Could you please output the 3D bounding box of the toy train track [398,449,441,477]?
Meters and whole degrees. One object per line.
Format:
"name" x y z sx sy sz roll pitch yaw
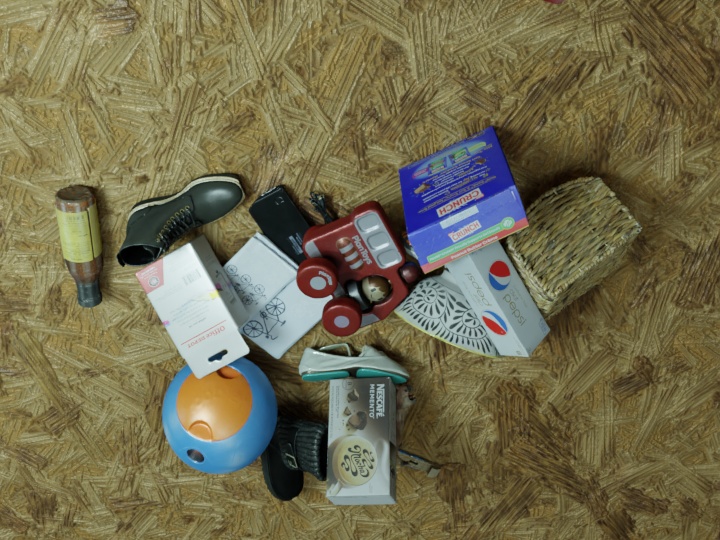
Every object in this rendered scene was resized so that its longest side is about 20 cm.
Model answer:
"toy train track" 0.067 0.365 1.630 0.197 0.033 0.116 22 119 -15

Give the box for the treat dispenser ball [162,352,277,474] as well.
"treat dispenser ball" -0.241 0.246 1.453 0.196 0.202 0.205 0 122 -1

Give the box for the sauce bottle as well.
"sauce bottle" -0.449 -0.034 1.358 0.064 0.066 0.204 3 120 -3

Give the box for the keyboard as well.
"keyboard" -0.084 -0.057 1.377 0.125 0.021 0.201 -23 120 20

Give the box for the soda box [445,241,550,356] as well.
"soda box" 0.203 0.033 1.270 0.064 0.068 0.202 -42 109 -27

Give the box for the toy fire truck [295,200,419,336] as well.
"toy fire truck" 0.000 0.000 1.328 0.165 0.113 0.202 -21 122 19

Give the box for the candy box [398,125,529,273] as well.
"candy box" 0.147 -0.109 1.242 0.166 0.201 0.078 -23 120 14

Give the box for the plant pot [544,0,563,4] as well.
"plant pot" 0.200 -0.455 1.033 0.179 0.202 0.203 16 121 -8

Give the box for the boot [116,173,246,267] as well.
"boot" -0.274 -0.069 1.296 0.196 0.139 0.078 -21 120 11

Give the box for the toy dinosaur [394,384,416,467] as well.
"toy dinosaur" 0.022 0.303 1.526 0.199 0.085 0.137 -37 108 -29

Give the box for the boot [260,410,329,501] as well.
"boot" -0.106 0.358 1.555 0.155 0.079 0.215 10 127 32

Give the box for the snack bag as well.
"snack bag" -0.160 0.054 1.433 0.199 0.022 0.188 39 117 -21

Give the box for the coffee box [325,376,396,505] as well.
"coffee box" 0.004 0.293 1.450 0.110 0.204 0.080 -4 154 11

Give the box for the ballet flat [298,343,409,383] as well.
"ballet flat" -0.011 0.161 1.486 0.195 0.070 0.071 2 122 -3

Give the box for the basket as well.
"basket" 0.313 -0.035 1.324 0.198 0.144 0.150 -35 161 -11

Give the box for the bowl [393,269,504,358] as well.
"bowl" 0.160 0.057 1.373 0.197 0.201 0.096 20 97 -12

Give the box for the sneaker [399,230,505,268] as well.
"sneaker" 0.163 -0.064 1.353 0.196 0.078 0.114 9 117 -17

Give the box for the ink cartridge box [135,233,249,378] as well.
"ink cartridge box" -0.264 0.060 1.381 0.115 0.068 0.203 -26 98 16
